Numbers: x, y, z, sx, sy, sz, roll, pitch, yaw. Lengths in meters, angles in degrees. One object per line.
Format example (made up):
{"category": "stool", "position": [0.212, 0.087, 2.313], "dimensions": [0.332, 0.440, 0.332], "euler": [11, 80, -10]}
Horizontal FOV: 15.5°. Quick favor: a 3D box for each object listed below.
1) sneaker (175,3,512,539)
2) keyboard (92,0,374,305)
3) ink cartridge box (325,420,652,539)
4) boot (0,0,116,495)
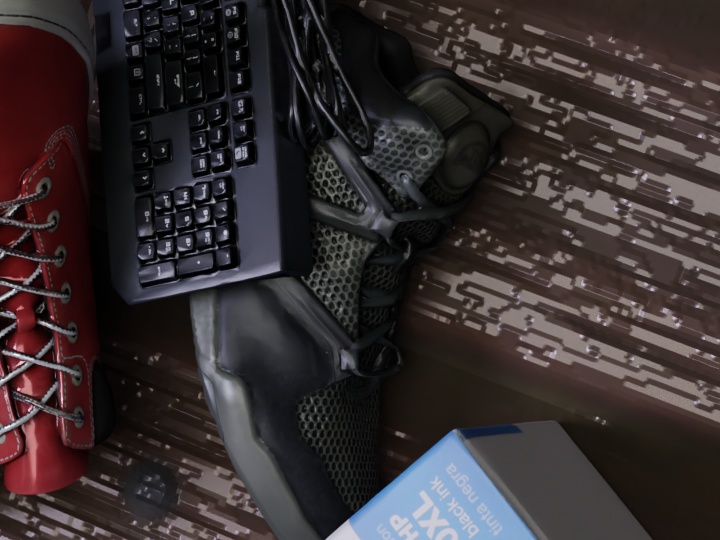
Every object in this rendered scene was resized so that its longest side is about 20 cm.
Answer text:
{"category": "sneaker", "position": [0.000, 0.000, 0.930], "dimensions": [0.114, 0.076, 0.200], "euler": [-12, 81, 22]}
{"category": "keyboard", "position": [-0.053, -0.094, 0.907], "dimensions": [0.104, 0.040, 0.201], "euler": [-11, 77, 23]}
{"category": "ink cartridge box", "position": [0.001, 0.145, 0.892], "dimensions": [0.200, 0.145, 0.084], "euler": [-42, 77, 11]}
{"category": "boot", "position": [-0.116, -0.006, 0.890], "dimensions": [0.072, 0.200, 0.145], "euler": [-8, 71, -2]}
